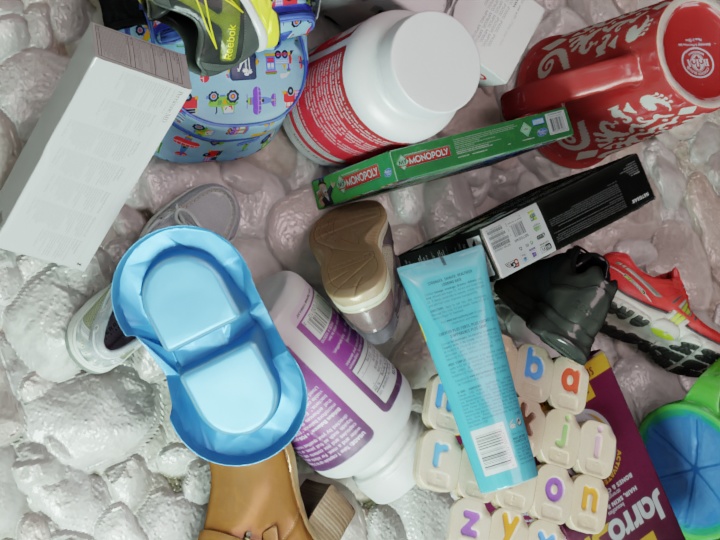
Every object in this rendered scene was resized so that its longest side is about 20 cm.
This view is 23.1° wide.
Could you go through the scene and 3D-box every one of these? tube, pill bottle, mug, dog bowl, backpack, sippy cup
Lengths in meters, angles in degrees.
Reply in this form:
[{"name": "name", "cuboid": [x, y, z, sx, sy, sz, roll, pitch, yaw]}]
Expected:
[{"name": "tube", "cuboid": [0.095, 0.084, 1.468, 0.077, 0.050, 0.201, -16, 87, -19]}, {"name": "pill bottle", "cuboid": [-0.028, 0.104, 1.488, 0.200, 0.112, 0.112, 45, 62, -17]}, {"name": "mug", "cuboid": [0.244, -0.168, 1.650, 0.178, 0.200, 0.134, -45, 105, -29]}, {"name": "dog bowl", "cuboid": [-0.116, 0.054, 1.383, 0.111, 0.050, 0.201, -26, 102, 6]}, {"name": "backpack", "cuboid": [-0.123, -0.196, 1.472, 0.182, 0.134, 0.201, -5, 87, -31]}, {"name": "sippy cup", "cuboid": [0.355, 0.178, 1.705, 0.130, 0.178, 0.140, -15, 60, -43]}, {"name": "pill bottle", "cuboid": [0.017, -0.158, 1.505, 0.112, 0.200, 0.113, 3, 82, -26]}]

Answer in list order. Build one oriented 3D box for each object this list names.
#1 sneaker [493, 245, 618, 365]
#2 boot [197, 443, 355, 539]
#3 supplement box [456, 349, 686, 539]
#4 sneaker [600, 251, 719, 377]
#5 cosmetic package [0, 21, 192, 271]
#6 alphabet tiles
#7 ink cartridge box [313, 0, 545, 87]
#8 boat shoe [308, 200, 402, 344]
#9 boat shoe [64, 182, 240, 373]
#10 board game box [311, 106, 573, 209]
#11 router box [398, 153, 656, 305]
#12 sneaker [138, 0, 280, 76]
[{"name": "sneaker", "cuboid": [0.183, 0.019, 1.580, 0.076, 0.200, 0.091, 33, 95, -18]}, {"name": "boot", "cuboid": [-0.111, 0.204, 1.451, 0.200, 0.077, 0.156, 48, 65, -24]}, {"name": "supplement box", "cuboid": [0.188, 0.193, 1.609, 0.131, 0.103, 0.201, -29, 97, -32]}, {"name": "sneaker", "cuboid": [0.310, 0.042, 1.729, 0.199, 0.077, 0.085, 30, 61, -25]}, {"name": "cosmetic package", "cuboid": [-0.212, -0.093, 1.367, 0.082, 0.200, 0.051, 18, 36, -27]}, {"name": "alphabet tiles", "cuboid": [0.135, 0.159, 1.513, 0.199, 0.015, 0.197, 19, 72, -27]}, {"name": "ink cartridge box", "cuboid": [0.041, -0.245, 1.567, 0.199, 0.147, 0.083, 32, 78, -22]}, {"name": "boat shoe", "cuboid": [0.000, 0.000, 1.502, 0.072, 0.200, 0.065, -18, 114, 2]}, {"name": "boat shoe", "cuboid": [-0.161, 0.003, 1.451, 0.075, 0.065, 0.202, 50, 61, -14]}, {"name": "board game box", "cuboid": [0.073, -0.100, 1.572, 0.199, 0.134, 0.029, -16, 91, -33]}, {"name": "router box", "cuboid": [0.148, -0.038, 1.598, 0.199, 0.149, 0.051, -26, 94, -32]}, {"name": "sneaker", "cuboid": [-0.143, -0.239, 1.348, 0.085, 0.074, 0.200, -40, 100, -19]}]
